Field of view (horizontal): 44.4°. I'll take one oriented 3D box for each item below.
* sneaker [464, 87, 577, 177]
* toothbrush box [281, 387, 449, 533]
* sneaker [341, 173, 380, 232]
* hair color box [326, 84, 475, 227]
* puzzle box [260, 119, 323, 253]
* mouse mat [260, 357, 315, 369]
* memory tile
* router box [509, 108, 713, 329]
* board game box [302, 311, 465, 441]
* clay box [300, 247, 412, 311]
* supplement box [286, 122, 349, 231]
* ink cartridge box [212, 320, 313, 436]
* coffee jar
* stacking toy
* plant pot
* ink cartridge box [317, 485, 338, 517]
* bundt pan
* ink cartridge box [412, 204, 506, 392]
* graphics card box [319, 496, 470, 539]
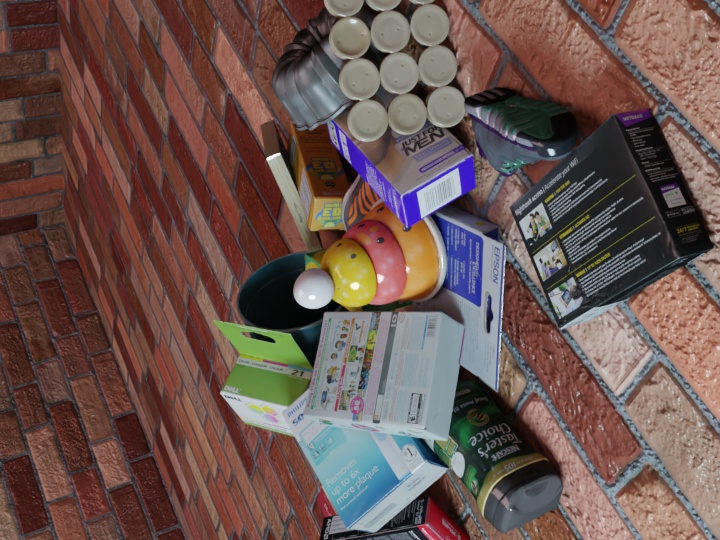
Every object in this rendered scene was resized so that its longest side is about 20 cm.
[{"bbox_3d":[0.179,-0.137,0.958,0.200,0.073,0.089,-124,19,-62],"label":"sneaker"},{"bbox_3d":[0.004,0.236,1.229,0.201,0.146,0.085,56,-169,33],"label":"toothbrush box"},{"bbox_3d":[0.035,-0.090,1.241,0.112,0.077,0.202,54,146,37],"label":"sneaker"},{"bbox_3d":[0.048,-0.158,1.133,0.200,0.109,0.065,50,165,38],"label":"hair color box"},{"bbox_3d":[-0.111,-0.131,1.437,0.134,0.025,0.202,-106,-5,-58],"label":"puzzle box"},{"bbox_3d":[-0.076,0.188,1.403,0.198,0.008,0.161,1,142,35],"label":"mouse mat"},{"bbox_3d":[0.041,-0.265,1.074,0.017,0.151,0.203,-153,51,-80],"label":"memory tile"},{"bbox_3d":[0.243,-0.045,0.891,0.200,0.050,0.151,-46,60,59],"label":"router box"},{"bbox_3d":[0.029,0.133,1.148,0.198,0.064,0.150,-1,70,39],"label":"board game box"},{"bbox_3d":[-0.001,0.004,1.316,0.200,0.114,0.048,33,130,52],"label":"clay box"},{"bbox_3d":[-0.064,-0.149,1.363,0.069,0.066,0.201,104,156,-44],"label":"supplement box"},{"bbox_3d":[-0.143,0.168,1.341,0.146,0.076,0.201,8,147,28],"label":"ink cartridge box"},{"bbox_3d":[0.163,0.235,1.125,0.200,0.103,0.086,48,142,42],"label":"coffee jar"},{"bbox_3d":[0.000,0.000,1.116,0.145,0.199,0.148,28,130,39],"label":"stacking toy"},{"bbox_3d":[-0.087,0.104,1.459,0.200,0.198,0.190,41,151,48],"label":"plant pot"},{"bbox_3d":[0.027,0.318,1.377,0.083,0.144,0.201,57,148,31],"label":"ink cartridge box"},{"bbox_3d":[-0.040,-0.284,1.159,0.076,0.203,0.201,43,167,-28],"label":"bundt pan"},{"bbox_3d":[0.135,0.025,1.146,0.199,0.047,0.200,31,128,51],"label":"ink cartridge box"},{"bbox_3d":[0.051,0.405,1.317,0.198,0.051,0.126,-21,126,30],"label":"graphics card box"}]
